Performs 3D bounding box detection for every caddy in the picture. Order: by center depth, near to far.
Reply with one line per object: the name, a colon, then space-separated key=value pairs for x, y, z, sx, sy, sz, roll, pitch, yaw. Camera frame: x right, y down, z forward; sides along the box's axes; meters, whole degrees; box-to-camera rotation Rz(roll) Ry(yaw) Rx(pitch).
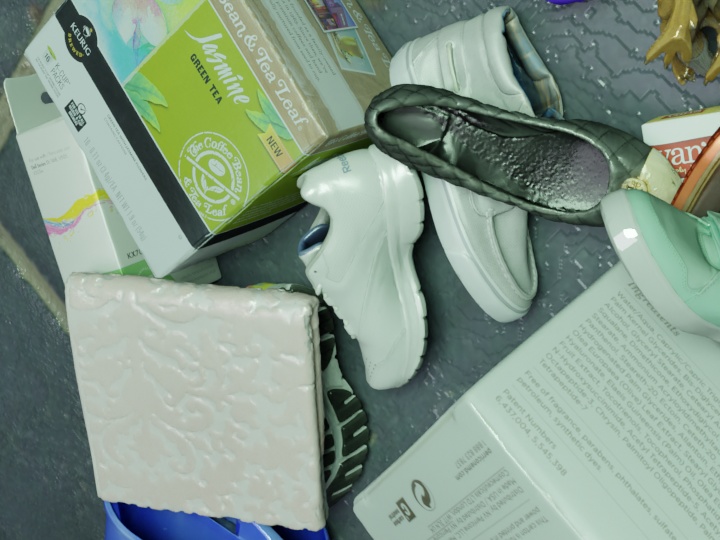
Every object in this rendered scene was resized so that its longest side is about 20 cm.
caddy: x=-0.121 y=0.217 z=0.955 sx=0.199 sy=0.141 sz=0.106 roll=28 pitch=121 yaw=22

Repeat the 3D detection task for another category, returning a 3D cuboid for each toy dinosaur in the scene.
toy dinosaur: x=0.179 y=-0.161 z=0.622 sx=0.060 sy=0.107 sz=0.201 roll=-1 pitch=150 yaw=6

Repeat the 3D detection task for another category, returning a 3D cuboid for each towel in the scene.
towel: x=-0.119 y=0.096 z=0.865 sx=0.198 sy=0.032 sz=0.193 roll=4 pitch=114 yaw=19

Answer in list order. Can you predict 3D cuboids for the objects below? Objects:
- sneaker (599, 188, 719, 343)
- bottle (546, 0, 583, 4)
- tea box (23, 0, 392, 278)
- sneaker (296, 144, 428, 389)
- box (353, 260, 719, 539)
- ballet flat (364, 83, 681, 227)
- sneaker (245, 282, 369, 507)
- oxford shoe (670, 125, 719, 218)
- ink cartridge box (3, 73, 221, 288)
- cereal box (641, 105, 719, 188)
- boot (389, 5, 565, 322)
sneaker: x=0.221 y=-0.013 z=0.607 sx=0.199 sy=0.074 sz=0.118 roll=28 pitch=127 yaw=-30
bottle: x=0.178 y=-0.231 z=0.664 sx=0.199 sy=0.065 sz=0.084 roll=-26 pitch=96 yaw=36
tea box: x=-0.100 y=-0.137 z=0.833 sx=0.196 sy=0.133 sz=0.201 roll=-36 pitch=84 yaw=35
sneaker: x=0.000 y=0.000 z=0.817 sx=0.075 sy=0.086 sz=0.202 roll=-116 pitch=17 yaw=-57
box: x=0.140 y=0.141 z=0.708 sx=0.200 sy=0.171 sz=0.199 roll=50 pitch=147 yaw=10
ballet flat: x=0.096 y=-0.065 z=0.709 sx=0.198 sy=0.057 sz=0.067 roll=14 pitch=108 yaw=7
sneaker: x=-0.052 y=0.096 z=0.922 sx=0.090 sy=0.078 sz=0.202 roll=20 pitch=123 yaw=55
oxford shoe: x=0.234 y=-0.068 z=0.632 sx=0.072 sy=0.071 sz=0.201 roll=38 pitch=124 yaw=8
ink cartridge box: x=-0.195 y=-0.069 z=0.925 sx=0.067 sy=0.117 sz=0.202 roll=-12 pitch=99 yaw=32
cereal box: x=0.256 y=-0.003 z=0.701 sx=0.143 sy=0.039 sz=0.202 roll=-6 pitch=101 yaw=34
boot: x=0.095 y=-0.069 z=0.765 sx=0.095 sy=0.073 sz=0.202 roll=-19 pitch=97 yaw=35
